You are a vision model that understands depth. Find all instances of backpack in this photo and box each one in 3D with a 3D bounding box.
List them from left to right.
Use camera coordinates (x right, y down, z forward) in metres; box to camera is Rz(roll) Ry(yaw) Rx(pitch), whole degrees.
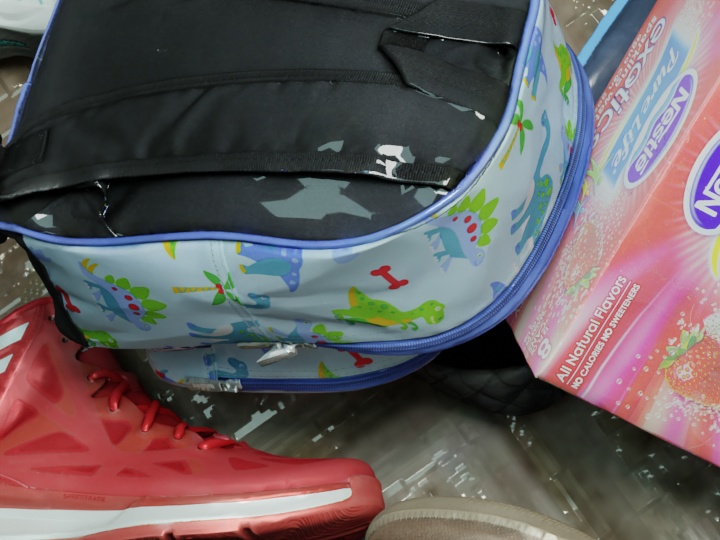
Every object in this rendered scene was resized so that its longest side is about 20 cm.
[{"bbox_3d":[-0.015,-0.047,0.932,0.199,0.147,0.184,2,56,25],"label":"backpack"}]

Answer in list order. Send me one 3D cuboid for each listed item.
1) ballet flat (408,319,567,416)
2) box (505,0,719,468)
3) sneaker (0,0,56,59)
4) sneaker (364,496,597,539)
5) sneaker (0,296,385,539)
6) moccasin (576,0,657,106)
[{"bbox_3d":[0.000,0.000,1.011,0.199,0.057,0.067,22,78,19],"label":"ballet flat"},{"bbox_3d":[0.144,-0.040,0.914,0.102,0.095,0.201,26,105,-17],"label":"box"},{"bbox_3d":[-0.128,-0.126,1.074,0.199,0.070,0.081,9,71,15],"label":"sneaker"},{"bbox_3d":[0.082,0.150,0.925,0.199,0.071,0.076,21,49,16],"label":"sneaker"},{"bbox_3d":[-0.090,0.060,1.000,0.199,0.078,0.116,-4,72,9],"label":"sneaker"},{"bbox_3d":[0.128,-0.076,0.997,0.068,0.080,0.201,28,81,19],"label":"moccasin"}]
